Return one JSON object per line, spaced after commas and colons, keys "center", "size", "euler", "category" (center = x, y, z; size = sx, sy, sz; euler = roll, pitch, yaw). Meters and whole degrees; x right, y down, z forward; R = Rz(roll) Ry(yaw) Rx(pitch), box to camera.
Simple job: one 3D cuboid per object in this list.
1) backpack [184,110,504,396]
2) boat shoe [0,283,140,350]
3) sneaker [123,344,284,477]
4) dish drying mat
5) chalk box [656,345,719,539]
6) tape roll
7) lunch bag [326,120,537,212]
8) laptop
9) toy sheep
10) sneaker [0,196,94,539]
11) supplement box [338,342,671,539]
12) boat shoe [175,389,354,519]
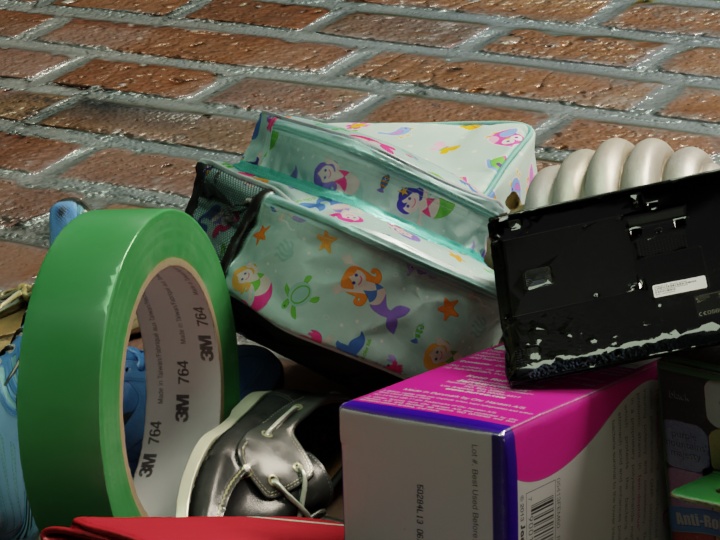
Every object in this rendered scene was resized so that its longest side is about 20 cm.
{"center": [0.000, 0.000, 1.514], "size": [0.177, 0.151, 0.200], "euler": [24, 5, -33], "category": "backpack"}
{"center": [-0.180, 0.015, 1.689], "size": [0.199, 0.063, 0.073], "euler": [-22, 28, -29], "category": "boat shoe"}
{"center": [-0.128, 0.072, 1.526], "size": [0.200, 0.079, 0.066], "euler": [-23, 25, -34], "category": "sneaker"}
{"center": [-0.063, 0.132, 1.261], "size": [0.077, 0.018, 0.200], "euler": [7, -1, 35], "category": "dish drying mat"}
{"center": [0.233, 0.087, 1.318], "size": [0.124, 0.124, 0.200], "euler": [11, 30, 35], "category": "chalk box"}
{"center": [-0.120, 0.068, 1.374], "size": [0.048, 0.201, 0.201], "euler": [0, 24, 18], "category": "tape roll"}
{"center": [0.024, -0.047, 1.752], "size": [0.199, 0.077, 0.160], "euler": [3, 24, 23], "category": "lunch bag"}
{"center": [0.163, 0.007, 1.360], "size": [0.177, 0.104, 0.200], "euler": [-12, 40, 7], "category": "laptop"}
{"center": [0.169, -0.018, 1.577], "size": [0.199, 0.138, 0.138], "euler": [-4, 23, 18], "category": "toy sheep"}
{"center": [-0.185, 0.054, 1.429], "size": [0.090, 0.201, 0.078], "euler": [9, -11, 4], "category": "sneaker"}
{"center": [0.086, 0.100, 1.311], "size": [0.103, 0.102, 0.200], "euler": [7, 14, 36], "category": "supplement box"}
{"center": [-0.051, 0.117, 1.402], "size": [0.067, 0.072, 0.200], "euler": [0, 21, 18], "category": "boat shoe"}
